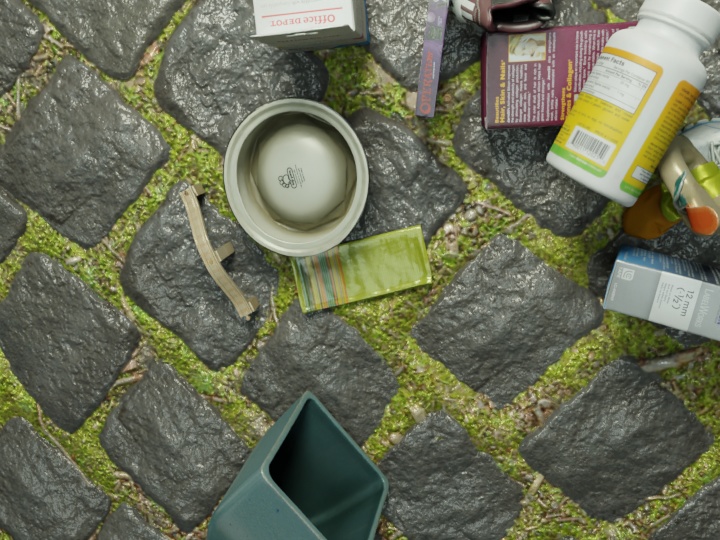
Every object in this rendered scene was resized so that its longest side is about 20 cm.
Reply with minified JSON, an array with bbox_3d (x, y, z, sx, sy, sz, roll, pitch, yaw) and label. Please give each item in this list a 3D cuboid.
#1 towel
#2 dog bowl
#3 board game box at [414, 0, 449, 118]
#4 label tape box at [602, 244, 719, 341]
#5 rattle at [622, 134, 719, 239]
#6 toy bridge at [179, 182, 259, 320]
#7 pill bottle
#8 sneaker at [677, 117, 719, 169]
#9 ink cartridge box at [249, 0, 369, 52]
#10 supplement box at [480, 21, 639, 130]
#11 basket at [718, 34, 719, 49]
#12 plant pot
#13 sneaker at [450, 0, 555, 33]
[{"bbox_3d":[0.000,0.000,0.914,0.194,0.018,0.088,-13,103,10],"label":"towel"},{"bbox_3d":[-0.080,-0.127,0.864,0.194,0.074,0.206,2,105,7],"label":"dog bowl"},{"bbox_3d":[0.090,-0.290,0.777,0.031,0.120,0.206,8,104,8],"label":"board game box"},{"bbox_3d":[0.402,0.031,0.776,0.195,0.143,0.068,19,107,21],"label":"label tape box"},{"bbox_3d":[0.340,-0.066,0.735,0.141,0.201,0.132,-19,110,38],"label":"rattle"},{"bbox_3d":[-0.200,-0.021,0.909,0.027,0.067,0.204,-22,100,12],"label":"toy bridge"},{"bbox_3d":[0.294,-0.183,0.692,0.109,0.111,0.204,26,108,0],"label":"pill bottle"},{"bbox_3d":[0.468,-0.151,0.781,0.194,0.087,0.077,-14,104,12],"label":"sneaker"},{"bbox_3d":[-0.056,-0.301,0.751,0.111,0.200,0.070,-4,104,8],"label":"ink cartridge box"},{"bbox_3d":[0.246,-0.236,0.787,0.194,0.086,0.114,-1,105,7],"label":"supplement box"},{"bbox_3d":[0.507,-0.267,0.686,0.123,0.135,0.201,-45,62,9],"label":"basket"},{"bbox_3d":[-0.106,0.342,0.931,0.199,0.196,0.197,-39,97,25],"label":"plant pot"},{"bbox_3d":[0.209,-0.327,0.736,0.197,0.116,0.076,-33,137,1],"label":"sneaker"}]
